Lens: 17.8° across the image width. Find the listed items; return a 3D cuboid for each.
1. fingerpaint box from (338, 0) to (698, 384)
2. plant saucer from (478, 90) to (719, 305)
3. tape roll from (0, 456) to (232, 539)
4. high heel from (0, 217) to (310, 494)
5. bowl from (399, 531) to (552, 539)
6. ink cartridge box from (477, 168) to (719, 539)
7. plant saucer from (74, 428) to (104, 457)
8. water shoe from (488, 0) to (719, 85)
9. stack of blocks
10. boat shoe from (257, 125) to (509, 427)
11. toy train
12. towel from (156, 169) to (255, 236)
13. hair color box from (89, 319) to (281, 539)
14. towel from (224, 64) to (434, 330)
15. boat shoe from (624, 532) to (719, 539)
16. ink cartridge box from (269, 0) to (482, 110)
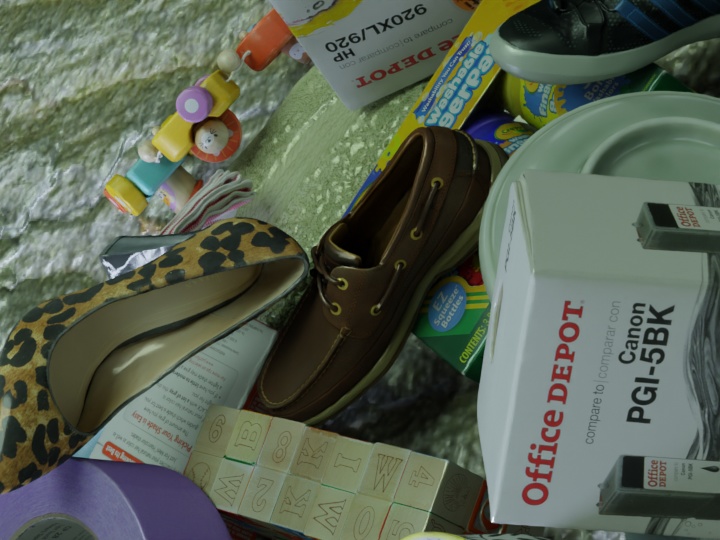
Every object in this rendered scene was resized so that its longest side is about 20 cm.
[{"bbox_3d":[0.089,-0.047,1.318,0.201,0.073,0.167,-56,40,5],"label":"fingerpaint box"},{"bbox_3d":[0.160,-0.022,1.154,0.199,0.050,0.201,0,55,0],"label":"plant saucer"},{"bbox_3d":[-0.150,0.206,1.283,0.199,0.065,0.201,-11,75,45],"label":"tape roll"},{"bbox_3d":[-0.117,0.045,1.250,0.142,0.072,0.200,-3,42,35],"label":"high heel"},{"bbox_3d":[0.099,0.204,1.117,0.200,0.094,0.202,33,133,44],"label":"bowl"},{"bbox_3d":[0.159,0.043,1.029,0.083,0.199,0.147,-90,5,-55],"label":"ink cartridge box"},{"bbox_3d":[-0.144,0.174,1.467,0.199,0.036,0.201,-26,50,36],"label":"plant saucer"},{"bbox_3d":[0.160,-0.161,1.236,0.199,0.079,0.072,-16,33,-8],"label":"water shoe"},{"bbox_3d":[0.007,0.133,1.267,0.199,0.115,0.059,9,75,48],"label":"stack of blocks"},{"bbox_3d":[0.000,0.000,1.278,0.200,0.067,0.072,-52,41,16],"label":"boat shoe"},{"bbox_3d":[-0.092,-0.104,1.546,0.200,0.056,0.150,-45,4,41],"label":"toy train"},{"bbox_3d":[-0.143,0.036,1.465,0.200,0.030,0.146,-56,-2,35],"label":"towel"},{"bbox_3d":[-0.105,0.121,1.381,0.111,0.064,0.201,24,84,49],"label":"hair color box"},{"bbox_3d":[-0.023,-0.065,1.480,0.200,0.036,0.149,-49,41,14],"label":"towel"},{"bbox_3d":[0.173,0.111,1.137,0.074,0.068,0.200,-50,16,20],"label":"boat shoe"},{"bbox_3d":[0.005,-0.230,1.395,0.147,0.200,0.145,-22,49,14],"label":"ink cartridge box"}]
